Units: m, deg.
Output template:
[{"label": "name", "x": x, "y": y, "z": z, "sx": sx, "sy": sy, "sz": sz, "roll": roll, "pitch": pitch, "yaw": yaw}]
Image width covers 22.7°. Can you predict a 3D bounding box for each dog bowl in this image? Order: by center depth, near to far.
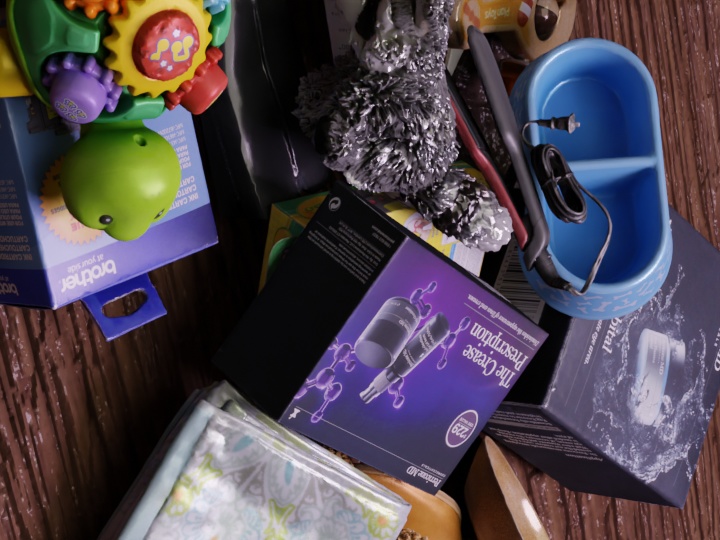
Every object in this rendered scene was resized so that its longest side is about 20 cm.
[{"label": "dog bowl", "x": 0.162, "y": -0.069, "z": 1.253, "sx": 0.050, "sy": 0.110, "sz": 0.202, "roll": 87, "pitch": -1, "yaw": -78}]

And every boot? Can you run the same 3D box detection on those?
[{"label": "boot", "x": -0.048, "y": -0.152, "z": 1.191, "sx": 0.164, "sy": 0.065, "sz": 0.202, "roll": -27, "pitch": 109, "yaw": -34}, {"label": "boot", "x": 0.030, "y": 0.237, "z": 1.289, "sx": 0.201, "sy": 0.070, "sz": 0.145, "roll": 44, "pitch": 56, "yaw": -44}]

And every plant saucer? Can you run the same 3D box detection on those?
[{"label": "plant saucer", "x": 0.124, "y": 0.222, "z": 1.342, "sx": 0.035, "sy": 0.201, "sz": 0.201, "roll": -27, "pitch": 120, "yaw": 6}]

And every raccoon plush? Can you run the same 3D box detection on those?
[{"label": "raccoon plush", "x": 0.054, "y": -0.114, "z": 1.139, "sx": 0.199, "sy": 0.134, "sz": 0.097, "roll": 27, "pitch": 33, "yaw": -34}]

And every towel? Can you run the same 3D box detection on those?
[{"label": "towel", "x": -0.081, "y": 0.191, "z": 1.136, "sx": 0.170, "sy": 0.048, "sz": 0.201, "roll": 33, "pitch": 89, "yaw": -22}]

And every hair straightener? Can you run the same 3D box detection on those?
[{"label": "hair straightener", "x": 0.114, "y": -0.077, "z": 1.205, "sx": 0.202, "sy": 0.076, "sz": 0.041, "roll": 66, "pitch": 16, "yaw": 13}]

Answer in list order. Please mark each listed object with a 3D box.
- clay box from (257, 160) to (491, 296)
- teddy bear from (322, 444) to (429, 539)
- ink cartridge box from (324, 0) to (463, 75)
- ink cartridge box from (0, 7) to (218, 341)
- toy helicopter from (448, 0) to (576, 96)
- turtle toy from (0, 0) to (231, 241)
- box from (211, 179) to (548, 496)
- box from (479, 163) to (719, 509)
[{"label": "clay box", "x": 0.000, "y": 0.000, "z": 1.214, "sx": 0.199, "sy": 0.048, "sz": 0.116, "roll": -14, "pitch": 127, "yaw": -38}, {"label": "teddy bear", "x": -0.019, "y": 0.224, "z": 1.219, "sx": 0.067, "sy": 0.143, "sz": 0.203, "roll": -81, "pitch": 172, "yaw": -80}, {"label": "ink cartridge box", "x": 0.032, "y": -0.203, "z": 1.245, "sx": 0.201, "sy": 0.044, "sz": 0.177, "roll": -65, "pitch": 154, "yaw": -42}, {"label": "ink cartridge box", "x": -0.168, "y": -0.063, "z": 1.074, "sx": 0.136, "sy": 0.076, "sz": 0.202, "roll": -25, "pitch": 112, "yaw": -41}, {"label": "toy helicopter", "x": 0.107, "y": -0.184, "z": 1.321, "sx": 0.199, "sy": 0.078, "sz": 0.134, "roll": -20, "pitch": 120, "yaw": -56}, {"label": "turtle toy", "x": -0.128, "y": -0.117, "z": 0.970, "sx": 0.145, "sy": 0.101, "sz": 0.202, "roll": -9, "pitch": 123, "yaw": -34}, {"label": "box", "x": 0.018, "y": 0.050, "z": 1.172, "sx": 0.142, "sy": 0.079, "sz": 0.200, "roll": -53, "pitch": 142, "yaw": 5}, {"label": "box", "x": 0.181, "y": 0.049, "z": 1.366, "sx": 0.200, "sy": 0.117, "sz": 0.198, "roll": 35, "pitch": 68, "yaw": -40}]
